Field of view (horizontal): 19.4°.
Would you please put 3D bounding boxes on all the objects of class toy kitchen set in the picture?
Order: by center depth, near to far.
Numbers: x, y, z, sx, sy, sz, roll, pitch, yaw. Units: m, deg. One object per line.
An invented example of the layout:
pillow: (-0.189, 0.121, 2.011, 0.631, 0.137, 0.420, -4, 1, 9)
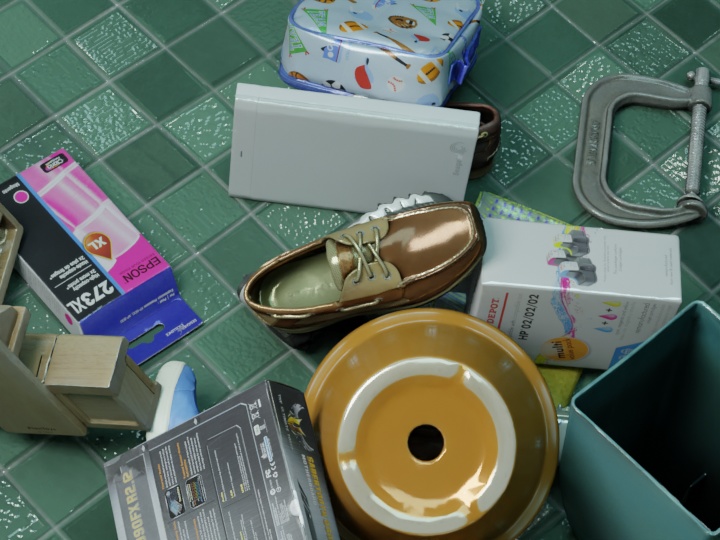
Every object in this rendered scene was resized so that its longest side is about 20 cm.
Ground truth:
toy kitchen set: (-0.260, 0.009, 1.599, 0.200, 0.163, 0.181, 2, 63, 21)

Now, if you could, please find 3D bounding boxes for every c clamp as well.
c clamp: (0.275, -0.111, 1.873, 0.171, 0.027, 0.200, 15, 55, 4)

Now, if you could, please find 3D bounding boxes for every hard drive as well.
hard drive: (-0.008, -0.096, 1.768, 0.200, 0.132, 0.026, 7, 54, -1)

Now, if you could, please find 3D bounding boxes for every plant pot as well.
plant pot: (0.049, 0.125, 1.535, 0.200, 0.183, 0.200, 0, 87, 2)
plant pot: (0.238, 0.157, 1.583, 0.141, 0.200, 0.141, -36, 66, -25)

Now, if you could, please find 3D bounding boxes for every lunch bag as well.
lunch bag: (0.024, -0.196, 1.828, 0.160, 0.076, 0.200, 15, 28, 9)

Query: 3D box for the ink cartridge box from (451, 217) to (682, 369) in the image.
ink cartridge box: (0.147, 0.020, 1.690, 0.200, 0.115, 0.068, 5, 56, -2)

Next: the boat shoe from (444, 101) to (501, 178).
boat shoe: (0.022, -0.121, 1.826, 0.200, 0.070, 0.070, -3, 60, -6)

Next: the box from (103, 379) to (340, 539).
box: (-0.092, 0.200, 1.492, 0.158, 0.048, 0.200, -29, 61, 25)

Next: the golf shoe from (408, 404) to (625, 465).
golf shoe: (0.112, 0.156, 1.661, 0.200, 0.078, 0.097, -1, 74, -1)

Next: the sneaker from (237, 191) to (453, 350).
sneaker: (0.004, 0.007, 1.743, 0.200, 0.066, 0.091, -26, 65, -17)

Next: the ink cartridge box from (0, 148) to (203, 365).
ink cartridge box: (-0.226, -0.007, 1.744, 0.095, 0.037, 0.200, -33, 67, -25)

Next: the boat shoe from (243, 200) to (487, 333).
boat shoe: (0.000, 0.000, 1.636, 0.200, 0.074, 0.076, -23, 75, 20)

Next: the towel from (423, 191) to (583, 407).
towel: (0.132, 0.027, 1.767, 0.144, 0.023, 0.200, 22, 57, 9)

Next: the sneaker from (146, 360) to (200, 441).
sneaker: (-0.107, 0.164, 1.612, 0.111, 0.077, 0.200, 0, 60, 1)
